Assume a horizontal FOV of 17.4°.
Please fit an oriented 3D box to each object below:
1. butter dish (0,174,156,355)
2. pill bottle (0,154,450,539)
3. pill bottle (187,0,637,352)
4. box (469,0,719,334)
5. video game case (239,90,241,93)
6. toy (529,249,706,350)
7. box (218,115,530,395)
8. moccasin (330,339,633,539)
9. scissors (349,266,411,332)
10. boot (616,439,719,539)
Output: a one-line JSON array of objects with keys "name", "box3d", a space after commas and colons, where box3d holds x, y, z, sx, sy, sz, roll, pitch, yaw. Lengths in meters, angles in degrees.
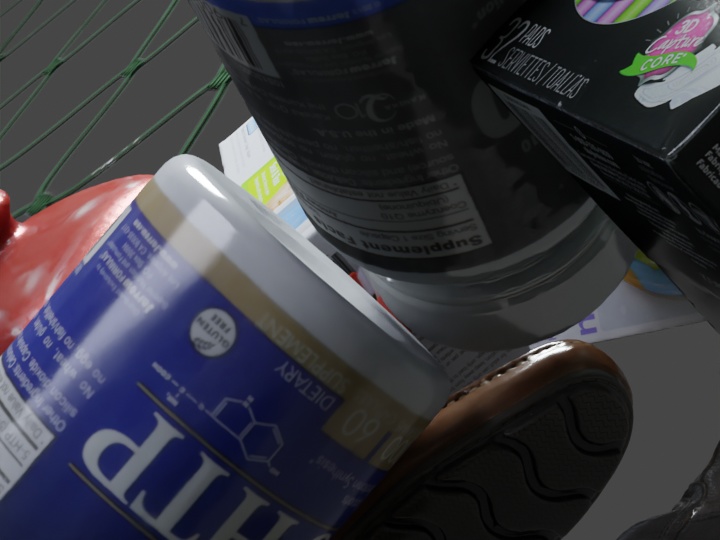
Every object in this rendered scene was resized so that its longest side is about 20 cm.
[{"name": "butter dish", "box3d": [-0.146, 0.023, 1.146, 0.200, 0.148, 0.200, -22, 28, 44]}, {"name": "pill bottle", "box3d": [-0.077, 0.074, 0.754, 0.200, 0.120, 0.120, -50, 19, 3]}, {"name": "pill bottle", "box3d": [0.019, -0.068, 0.711, 0.113, 0.200, 0.114, -11, 52, 15]}, {"name": "box", "box3d": [0.154, -0.073, 0.596, 0.200, 0.124, 0.149, -46, 21, -1]}, {"name": "video game case", "box3d": [0.031, -0.175, 1.089, 0.182, 0.023, 0.200, -52, 4, -29]}, {"name": "toy", "box3d": [0.112, -0.041, 0.800, 0.199, 0.116, 0.047, -13, -6, 42]}, {"name": "box", "box3d": [0.017, -0.025, 0.994, 0.112, 0.101, 0.200, -40, 19, 7]}, {"name": "moccasin", "box3d": [0.010, 0.086, 0.819, 0.201, 0.074, 0.078, -43, 34, 26]}, {"name": "scissors", "box3d": [0.000, 0.000, 0.880, 0.073, 0.201, 0.014, -5, 5, 36]}, {"name": "boot", "box3d": [0.150, 0.048, 0.634, 0.174, 0.069, 0.200, -46, 23, -28]}]
